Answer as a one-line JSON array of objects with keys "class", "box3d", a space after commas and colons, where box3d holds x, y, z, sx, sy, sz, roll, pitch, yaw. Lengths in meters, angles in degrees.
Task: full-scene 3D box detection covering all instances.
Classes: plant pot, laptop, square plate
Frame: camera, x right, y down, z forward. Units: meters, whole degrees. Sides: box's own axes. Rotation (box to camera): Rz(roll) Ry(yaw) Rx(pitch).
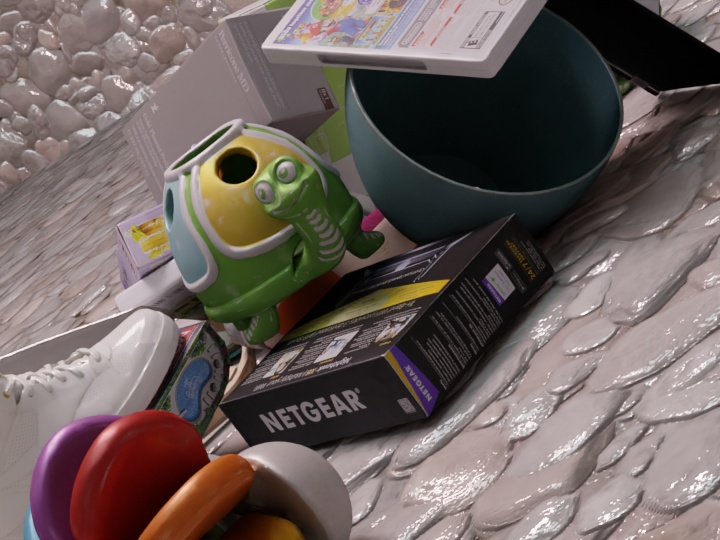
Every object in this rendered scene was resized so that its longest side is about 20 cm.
[{"class": "plant pot", "box3d": [0.077, -0.089, 1.312, 0.200, 0.199, 0.135, -46, -17, -37]}, {"class": "laptop", "box3d": [0.189, -0.224, 1.365, 0.116, 0.186, 0.201, -42, 30, 42]}, {"class": "square plate", "box3d": [-0.254, 0.078, 1.505, 0.197, 0.029, 0.200, -21, -4, 2]}]

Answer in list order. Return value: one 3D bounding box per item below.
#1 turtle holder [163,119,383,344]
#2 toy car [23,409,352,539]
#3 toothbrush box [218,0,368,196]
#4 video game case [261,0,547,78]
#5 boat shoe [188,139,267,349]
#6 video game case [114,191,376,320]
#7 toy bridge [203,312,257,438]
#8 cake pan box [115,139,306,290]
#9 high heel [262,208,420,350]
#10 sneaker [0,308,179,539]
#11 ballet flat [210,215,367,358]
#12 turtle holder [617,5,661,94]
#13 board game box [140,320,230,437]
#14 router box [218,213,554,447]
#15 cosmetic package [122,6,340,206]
[{"class": "turtle holder", "box3d": [-0.076, -0.032, 1.290, 0.140, 0.132, 0.186, -34, 11, 9]}, {"class": "toy car", "box3d": [-0.119, 0.148, 1.011, 0.175, 0.150, 0.199, -45, 17, -32]}, {"class": "toothbrush box", "box3d": [-0.023, -0.173, 1.683, 0.145, 0.201, 0.086, -28, 12, -11]}, {"class": "video game case", "box3d": [0.043, -0.191, 1.248, 0.199, 0.018, 0.144, 9, 53, 39]}, {"class": "boat shoe", "box3d": [-0.102, -0.025, 1.460, 0.064, 0.074, 0.203, -21, 62, 23]}, {"class": "video game case", "box3d": [-0.098, -0.015, 1.599, 0.199, 0.023, 0.182, -32, -13, 15]}, {"class": "toy bridge", "box3d": [-0.120, 0.091, 1.418, 0.067, 0.027, 0.201, -5, 36, 25]}, {"class": "cake pan box", "box3d": [-0.130, -0.033, 1.633, 0.183, 0.053, 0.200, -23, -11, -12]}, {"class": "high heel", "box3d": [0.000, 0.000, 1.439, 0.199, 0.068, 0.096, -37, -5, -8]}, {"class": "sneaker", "box3d": [-0.218, 0.082, 1.235, 0.200, 0.116, 0.073, -53, 25, -19]}, {"class": "ballet flat", "box3d": [-0.067, 0.006, 1.516, 0.199, 0.071, 0.069, -30, 17, 23]}, {"class": "turtle holder", "box3d": [0.161, -0.204, 1.533, 0.185, 0.132, 0.141, -36, 15, -1]}, {"class": "board game box", "box3d": [-0.162, 0.137, 1.273, 0.199, 0.062, 0.201, -14, 39, 47]}, {"class": "router box", "box3d": [0.015, 0.046, 1.222, 0.199, 0.052, 0.157, -20, 21, 52]}, {"class": "cosmetic package", "box3d": [-0.116, -0.135, 1.595, 0.090, 0.107, 0.200, -18, -15, -38]}]
